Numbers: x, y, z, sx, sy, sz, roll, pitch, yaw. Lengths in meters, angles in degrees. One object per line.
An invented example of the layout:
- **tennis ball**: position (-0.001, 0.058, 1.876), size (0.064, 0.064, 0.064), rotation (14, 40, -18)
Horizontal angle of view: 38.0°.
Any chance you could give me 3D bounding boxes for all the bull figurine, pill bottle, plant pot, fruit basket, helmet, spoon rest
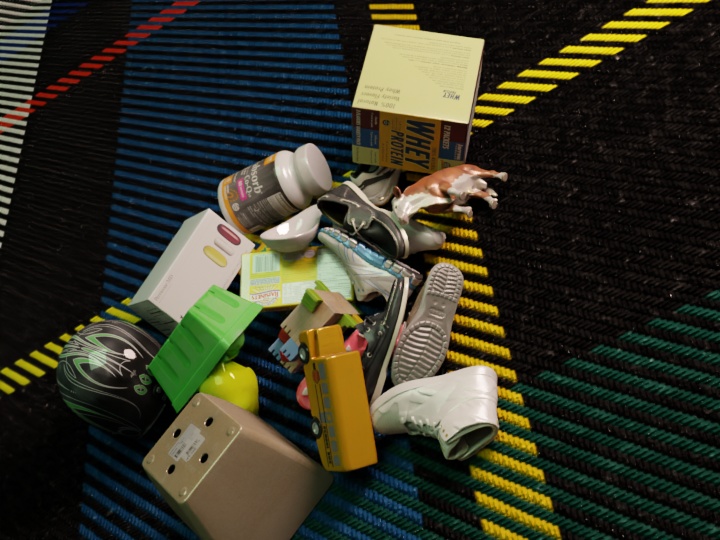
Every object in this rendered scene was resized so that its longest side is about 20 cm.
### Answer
- **bull figurine**: position (0.141, -0.122, 1.661), size (0.120, 0.066, 0.199), rotation (18, 35, 39)
- **pill bottle**: position (-0.159, -0.154, 1.955), size (0.198, 0.117, 0.118), rotation (-24, 42, 22)
- **plant pot**: position (-0.196, 0.299, 1.528), size (0.201, 0.177, 0.199), rotation (-51, 41, -11)
- **fruit basket**: position (-0.226, 0.160, 1.714), size (0.213, 0.218, 0.156), rotation (-15, 20, 29)
- **helmet**: position (-0.425, 0.179, 1.801), size (0.201, 0.189, 0.201), rotation (-49, 17, 21)
- **spoon rest**: position (-0.091, -0.075, 1.779), size (0.098, 0.062, 0.199), rotation (0, 12, 35)

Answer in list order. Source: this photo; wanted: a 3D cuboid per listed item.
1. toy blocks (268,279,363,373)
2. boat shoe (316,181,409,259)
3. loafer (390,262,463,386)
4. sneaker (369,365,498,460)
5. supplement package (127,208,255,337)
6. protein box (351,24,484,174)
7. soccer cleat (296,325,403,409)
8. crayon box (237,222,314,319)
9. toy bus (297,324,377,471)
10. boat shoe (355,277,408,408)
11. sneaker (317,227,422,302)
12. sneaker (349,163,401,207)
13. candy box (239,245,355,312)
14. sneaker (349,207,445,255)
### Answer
- **toy blocks**: position (-0.080, 0.099, 1.621), size (0.100, 0.200, 0.137), rotation (45, 98, 13)
- **boat shoe**: position (0.005, -0.071, 1.682), size (0.067, 0.073, 0.200), rotation (-21, 43, -30)
- **loafer**: position (0.101, 0.090, 1.568), size (0.070, 0.074, 0.202), rotation (116, 180, -75)
- **sneaker**: position (0.098, 0.212, 1.444), size (0.197, 0.074, 0.117), rotation (-22, 40, 21)
- **supplement package**: position (-0.308, 0.009, 1.896), size (0.202, 0.110, 0.155), rotation (-59, 19, -19)
- **protein box**: position (0.098, -0.289, 1.787), size (0.195, 0.136, 0.202), rotation (9, 54, 7)
- **soccer cleat**: position (-0.019, 0.140, 1.619), size (0.199, 0.067, 0.076), rotation (-41, 11, -8)
- **crayon box**: position (-0.137, -0.003, 1.850), size (0.126, 0.052, 0.200), rotation (-47, 39, -6)
- **toy bus**: position (-0.033, 0.181, 1.497), size (0.078, 0.064, 0.204), rotation (-13, 86, 57)
- **boat shoe**: position (0.020, 0.101, 1.549), size (0.075, 0.065, 0.203), rotation (-72, -2, -80)
- **sneaker**: position (0.000, 0.000, 1.685), size (0.199, 0.075, 0.088), rotation (32, 99, 28)
- **sneaker**: position (0.046, -0.213, 1.860), size (0.075, 0.088, 0.202), rotation (-2, 52, 40)
- **candy box**: position (-0.105, 0.014, 1.750), size (0.196, 0.026, 0.104), rotation (-5, 71, 11)
- **sneaker**: position (0.059, -0.052, 1.730), size (0.198, 0.076, 0.082), rotation (16, 83, 47)
